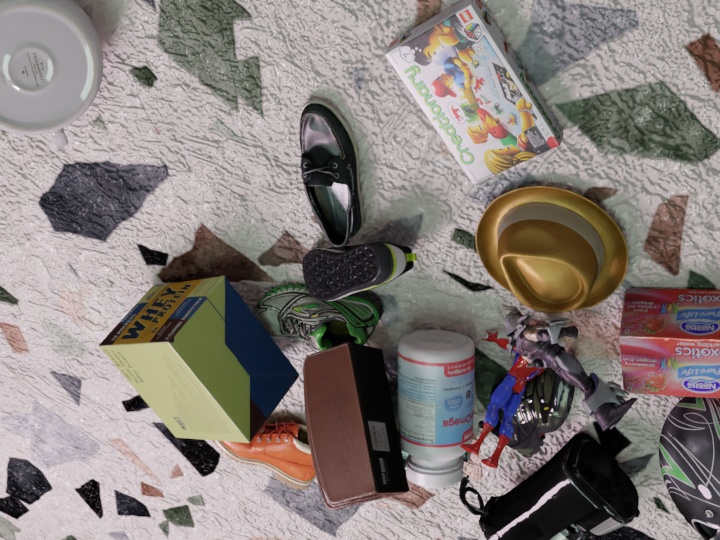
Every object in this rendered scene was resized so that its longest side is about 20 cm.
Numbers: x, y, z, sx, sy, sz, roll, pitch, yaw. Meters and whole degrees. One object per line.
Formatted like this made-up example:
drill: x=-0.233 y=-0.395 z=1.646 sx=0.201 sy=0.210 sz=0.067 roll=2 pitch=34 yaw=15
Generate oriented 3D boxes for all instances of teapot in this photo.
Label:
teapot: x=-0.421 y=-0.275 z=1.335 sx=0.195 sy=0.146 sz=0.202 roll=23 pitch=107 yaw=-32

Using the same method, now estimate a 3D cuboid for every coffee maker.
coffee maker: x=0.274 y=0.337 z=1.538 sx=0.190 sy=0.136 sz=0.201 roll=28 pitch=127 yaw=-16

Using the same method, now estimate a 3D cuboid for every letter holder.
letter holder: x=-0.033 y=0.219 z=1.450 sx=0.140 sy=0.203 sz=0.100 roll=-19 pitch=162 yaw=25

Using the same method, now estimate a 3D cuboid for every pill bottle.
pill bottle: x=0.105 y=0.193 z=1.474 sx=0.107 sy=0.109 sz=0.204 roll=4 pitch=105 yaw=18

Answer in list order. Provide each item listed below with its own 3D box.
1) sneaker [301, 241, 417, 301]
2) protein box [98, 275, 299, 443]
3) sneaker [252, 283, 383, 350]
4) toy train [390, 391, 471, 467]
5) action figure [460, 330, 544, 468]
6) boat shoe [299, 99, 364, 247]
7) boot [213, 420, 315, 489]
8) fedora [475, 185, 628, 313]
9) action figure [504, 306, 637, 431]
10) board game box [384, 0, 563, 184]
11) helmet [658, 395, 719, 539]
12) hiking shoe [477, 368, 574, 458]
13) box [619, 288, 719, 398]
sneaker: x=0.000 y=0.000 z=1.429 sx=0.198 sy=0.082 sz=0.073 roll=-5 pitch=93 yaw=51
protein box: x=-0.237 y=0.132 z=1.549 sx=0.198 sy=0.135 sz=0.200 roll=-7 pitch=126 yaw=48
sneaker: x=-0.071 y=0.070 z=1.504 sx=0.197 sy=0.086 sz=0.079 roll=-3 pitch=126 yaw=24
toy train: x=0.070 y=0.242 z=1.591 sx=0.197 sy=0.085 sz=0.116 roll=5 pitch=119 yaw=18
action figure: x=0.189 y=0.158 z=1.431 sx=0.065 sy=0.202 sz=0.099 roll=37 pitch=166 yaw=-26
boat shoe: x=-0.043 y=-0.117 z=1.356 sx=0.073 sy=0.066 sz=0.202 roll=5 pitch=128 yaw=18
boot: x=-0.145 y=0.269 z=1.705 sx=0.198 sy=0.076 sz=0.108 roll=26 pitch=129 yaw=-11
fedora: x=0.234 y=-0.009 z=1.322 sx=0.197 sy=0.082 sz=0.203 roll=11 pitch=129 yaw=13
action figure: x=0.255 y=0.114 z=1.329 sx=0.200 sy=0.069 sz=0.130 roll=43 pitch=173 yaw=15
board game box: x=0.134 y=-0.208 z=1.237 sx=0.125 sy=0.035 sz=0.201 roll=-23 pitch=116 yaw=34
helmet: x=0.474 y=0.243 z=1.341 sx=0.197 sy=0.203 sz=0.191 roll=3 pitch=152 yaw=19
hiking shoe: x=0.233 y=0.186 z=1.482 sx=0.099 sy=0.076 sz=0.202 roll=22 pitch=132 yaw=-1
box: x=0.428 y=0.092 z=1.318 sx=0.197 sy=0.095 sz=0.104 roll=1 pitch=129 yaw=20
